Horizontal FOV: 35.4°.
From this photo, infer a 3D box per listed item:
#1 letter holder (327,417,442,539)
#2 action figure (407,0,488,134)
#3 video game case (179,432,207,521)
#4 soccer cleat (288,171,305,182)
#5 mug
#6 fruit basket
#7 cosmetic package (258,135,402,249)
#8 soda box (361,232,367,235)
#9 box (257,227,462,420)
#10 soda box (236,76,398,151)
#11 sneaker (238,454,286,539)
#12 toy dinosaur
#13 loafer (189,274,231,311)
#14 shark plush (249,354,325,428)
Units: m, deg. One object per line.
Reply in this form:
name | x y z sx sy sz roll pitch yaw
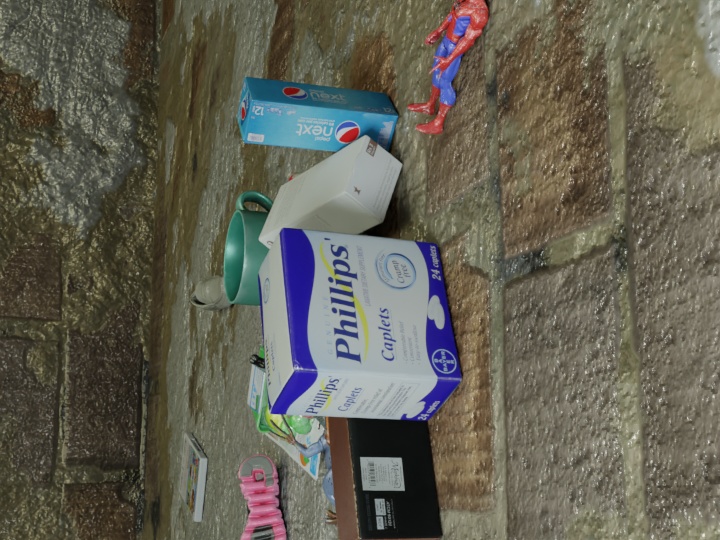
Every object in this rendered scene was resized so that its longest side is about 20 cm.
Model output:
letter holder | 0.015 0.239 1.346 0.142 0.100 0.201 123 146 -57
action figure | 0.101 -0.250 1.279 0.066 0.051 0.201 -101 27 -46
video game case | -0.377 0.461 2.536 0.200 0.018 0.144 -155 71 -70
soccer cleat | -0.051 -0.128 1.668 0.200 0.068 0.086 40 115 63
mug | -0.151 -0.034 1.848 0.152 0.114 0.186 -164 79 -71
fruit basket | -0.098 0.187 1.669 0.200 0.093 0.186 -147 64 -65
cosmetic package | -0.041 -0.089 1.488 0.200 0.074 0.102 -22 40 48
soda box | 0.000 0.000 1.486 0.200 0.063 0.069 -139 57 -67
box | -0.005 0.062 1.283 0.105 0.199 0.185 122 146 -52
soda box | -0.057 -0.201 1.484 0.068 0.199 0.064 -111 31 -51
sneaker | -0.158 0.411 1.874 0.095 0.078 0.201 83 -175 -72
toy dinosaur | -0.013 0.225 1.429 0.199 0.105 0.182 25 126 36
loafer | -0.307 0.048 2.342 0.200 0.069 0.070 144 127 -65
shark plush | -0.085 0.174 1.560 0.091 0.199 0.084 -50 -31 -42
